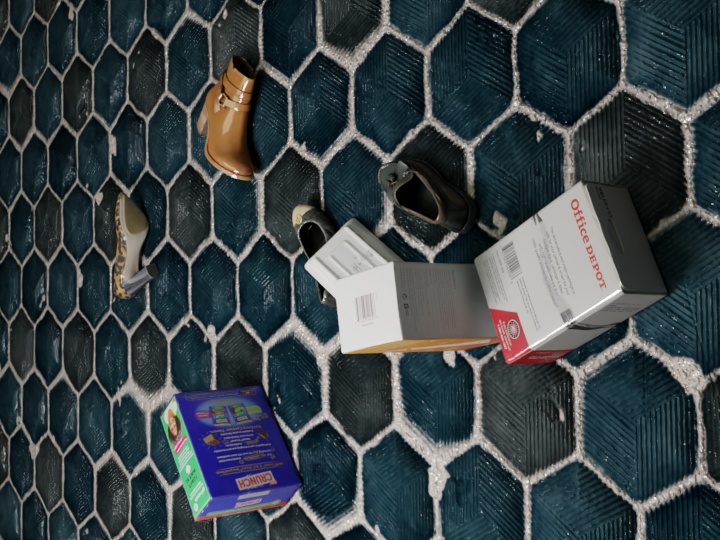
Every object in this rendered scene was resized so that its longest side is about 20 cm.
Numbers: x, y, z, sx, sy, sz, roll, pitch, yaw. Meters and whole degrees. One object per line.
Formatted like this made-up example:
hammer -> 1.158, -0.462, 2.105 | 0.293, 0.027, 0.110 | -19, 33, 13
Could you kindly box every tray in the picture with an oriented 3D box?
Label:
tray -> 0.000, 0.000, 1.636 | 0.107, 0.022, 0.200 | -44, 46, -4

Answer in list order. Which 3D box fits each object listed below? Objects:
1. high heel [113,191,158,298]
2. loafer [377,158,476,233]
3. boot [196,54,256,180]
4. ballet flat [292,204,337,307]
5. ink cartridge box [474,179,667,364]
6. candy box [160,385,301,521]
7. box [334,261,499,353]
high heel -> -0.487, -0.047, 2.278 | 0.142, 0.071, 0.200 | -31, 73, 41
loafer -> 0.079, -0.110, 1.550 | 0.200, 0.063, 0.072 | 35, 116, 47
boot -> -0.211, -0.265, 1.941 | 0.155, 0.077, 0.200 | -57, 40, 29
ballet flat -> -0.064, -0.029, 1.740 | 0.067, 0.057, 0.200 | -54, 49, 35
ink cartridge box -> 0.243, 0.006, 1.316 | 0.200, 0.084, 0.145 | -40, 58, 45
candy box -> -0.214, 0.295, 1.832 | 0.077, 0.169, 0.200 | -58, 47, 38
box -> 0.086, 0.049, 1.423 | 0.124, 0.200, 0.098 | -19, 74, 51
